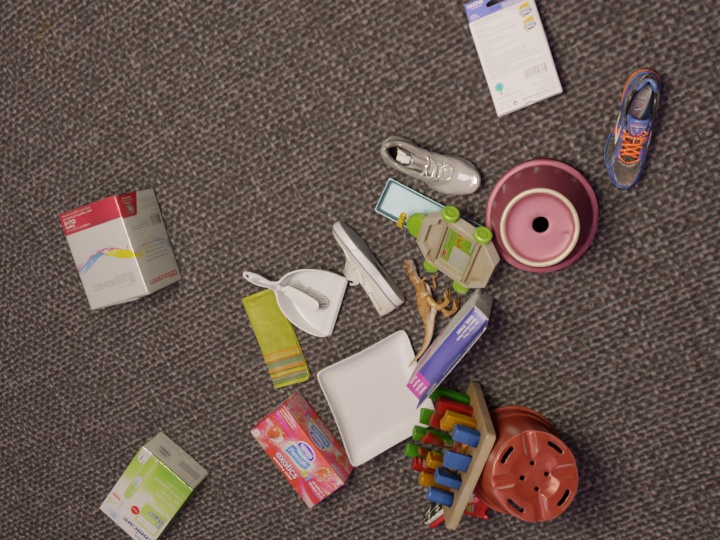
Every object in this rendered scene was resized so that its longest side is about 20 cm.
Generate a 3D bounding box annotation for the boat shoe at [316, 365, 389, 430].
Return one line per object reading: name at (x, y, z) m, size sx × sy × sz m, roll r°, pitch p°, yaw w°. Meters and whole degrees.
boat shoe at (-0.004, 0.257, 1.506) m, size 0.200 × 0.068 × 0.072 m, roll 46°, pitch 73°, yaw -14°

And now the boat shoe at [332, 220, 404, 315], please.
boat shoe at (0.000, 0.000, 1.451) m, size 0.070 × 0.071 × 0.201 m, roll -37°, pitch 97°, yaw 15°

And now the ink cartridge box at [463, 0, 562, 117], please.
ink cartridge box at (0.265, -0.384, 1.316) m, size 0.118 × 0.042 × 0.202 m, roll -18°, pitch 99°, yaw 17°

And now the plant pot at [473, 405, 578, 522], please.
plant pot at (0.289, 0.350, 1.347) m, size 0.197 × 0.195 × 0.204 m, roll 0°, pitch 84°, yaw 1°

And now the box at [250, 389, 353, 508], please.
box at (-0.115, 0.360, 1.538) m, size 0.099 × 0.095 × 0.201 m, roll -38°, pitch 90°, yaw 17°

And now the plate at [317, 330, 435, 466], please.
plate at (0.032, 0.243, 1.464) m, size 0.198 × 0.032 × 0.202 m, roll -24°, pitch 99°, yaw -18°

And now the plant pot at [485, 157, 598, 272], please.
plant pot at (0.307, -0.086, 1.294) m, size 0.197 × 0.179 × 0.203 m, roll 3°, pitch 103°, yaw 15°

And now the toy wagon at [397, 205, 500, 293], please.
toy wagon at (0.156, -0.051, 1.368) m, size 0.199 × 0.040 × 0.156 m, roll 36°, pitch 144°, yaw 16°

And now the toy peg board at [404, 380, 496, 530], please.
toy peg board at (0.154, 0.324, 1.393) m, size 0.096 × 0.200 × 0.202 m, roll 17°, pitch 108°, yaw -5°

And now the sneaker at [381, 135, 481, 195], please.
sneaker at (0.123, -0.184, 1.370) m, size 0.197 × 0.087 × 0.075 m, roll 20°, pitch 104°, yaw 9°

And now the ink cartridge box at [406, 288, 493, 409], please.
ink cartridge box at (0.160, 0.134, 1.365) m, size 0.043 × 0.200 × 0.197 m, roll 39°, pitch 107°, yaw 4°

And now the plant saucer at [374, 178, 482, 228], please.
plant saucer at (0.128, -0.099, 1.422) m, size 0.198 × 0.019 × 0.071 m, roll 29°, pitch 107°, yaw 8°

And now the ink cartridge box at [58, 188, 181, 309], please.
ink cartridge box at (-0.478, -0.043, 1.524) m, size 0.143 × 0.145 × 0.203 m, roll -15°, pitch 97°, yaw 17°

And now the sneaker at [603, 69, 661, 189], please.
sneaker at (0.457, -0.237, 1.275) m, size 0.074 × 0.078 × 0.203 m, roll 9°, pitch 103°, yaw 13°

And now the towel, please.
towel at (-0.173, 0.139, 1.549) m, size 0.085 × 0.018 × 0.203 m, roll -19°, pitch 96°, yaw 17°

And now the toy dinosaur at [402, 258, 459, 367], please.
toy dinosaur at (0.132, 0.075, 1.444) m, size 0.105 × 0.060 × 0.203 m, roll -10°, pitch 89°, yaw 31°

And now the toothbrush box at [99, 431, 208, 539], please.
toothbrush box at (-0.451, 0.481, 1.656) m, size 0.145 × 0.086 × 0.201 m, roll 39°, pitch 109°, yaw 4°

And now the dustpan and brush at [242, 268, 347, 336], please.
dustpan and brush at (-0.138, 0.041, 1.493) m, size 0.198 × 0.057 × 0.141 m, roll 25°, pitch 115°, yaw 16°

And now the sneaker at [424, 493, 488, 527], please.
sneaker at (0.213, 0.460, 1.486) m, size 0.199 × 0.077 × 0.085 m, roll -37°, pitch 96°, yaw 19°
